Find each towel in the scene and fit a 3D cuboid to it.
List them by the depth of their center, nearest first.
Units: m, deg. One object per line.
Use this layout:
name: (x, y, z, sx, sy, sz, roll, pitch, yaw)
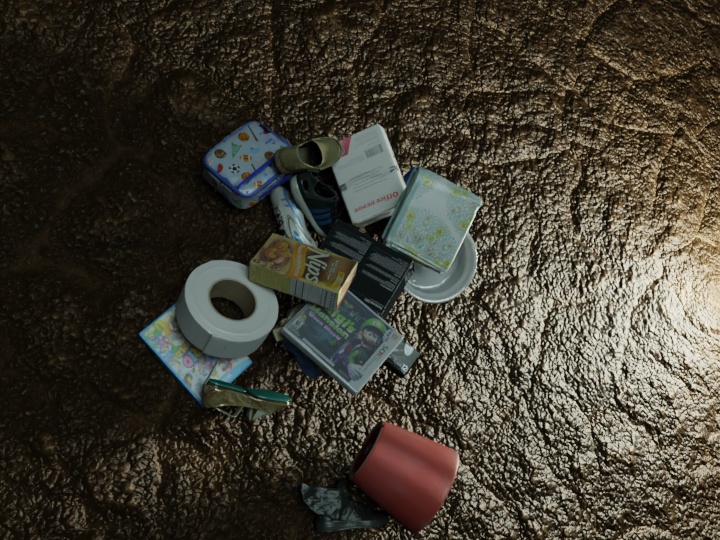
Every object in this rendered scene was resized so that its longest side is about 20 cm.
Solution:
towel: (0.159, -0.110, 1.711, 0.171, 0.048, 0.200, 26, 92, -15)

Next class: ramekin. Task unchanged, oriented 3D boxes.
ramekin: (0.166, -0.029, 1.795, 0.200, 0.098, 0.201, -1, 98, -11)

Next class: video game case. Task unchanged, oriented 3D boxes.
video game case: (-0.338, 0.162, 1.563, 0.200, 0.018, 0.143, 50, 59, -5)
video game case: (-0.035, 0.133, 1.568, 0.200, 0.023, 0.182, 40, 52, 6)

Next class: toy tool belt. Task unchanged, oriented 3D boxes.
toy tool belt: (-0.101, 0.175, 1.610, 0.200, 0.125, 0.123, 52, 39, -10)

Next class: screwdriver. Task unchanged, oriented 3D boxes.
screwdriver: (-0.274, 0.159, 1.560, 0.029, 0.028, 0.200, 16, 46, 0)

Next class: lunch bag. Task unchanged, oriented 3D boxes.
lunch bag: (-0.239, -0.236, 1.683, 0.160, 0.076, 0.200, 39, 59, 11)

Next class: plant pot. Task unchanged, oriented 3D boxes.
plant pot: (0.084, 0.423, 1.603, 0.177, 0.200, 0.201, 33, 62, -2)

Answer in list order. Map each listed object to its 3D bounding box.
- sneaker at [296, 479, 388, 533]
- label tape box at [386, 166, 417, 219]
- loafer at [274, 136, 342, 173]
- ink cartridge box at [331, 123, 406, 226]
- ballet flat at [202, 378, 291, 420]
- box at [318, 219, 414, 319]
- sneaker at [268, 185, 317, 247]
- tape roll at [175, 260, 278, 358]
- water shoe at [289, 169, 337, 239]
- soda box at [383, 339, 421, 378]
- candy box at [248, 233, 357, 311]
sneaker: (-0.034, 0.488, 1.588, 0.199, 0.060, 0.105, 0, 79, -23)
label tape box: (0.175, -0.143, 1.892, 0.200, 0.063, 0.144, 34, 63, -13)
loafer: (-0.102, -0.254, 1.683, 0.200, 0.067, 0.076, -26, 106, -46)
ink cartridge box: (0.021, -0.220, 1.789, 0.145, 0.085, 0.201, -22, 81, 12)
ballet flat: (-0.237, 0.271, 1.555, 0.200, 0.070, 0.065, 18, 90, -29)
box: (0.000, 0.000, 1.687, 0.200, 0.079, 0.141, 30, 76, 13)
sneaker: (-0.161, -0.103, 1.705, 0.072, 0.072, 0.200, -22, 84, -37)
tape roll: (-0.273, 0.079, 1.556, 0.202, 0.071, 0.203, 18, 47, -20)
water shoe: (-0.082, -0.142, 1.709, 0.200, 0.079, 0.072, 51, 27, -42)
soda box: (0.033, 0.148, 1.654, 0.200, 0.071, 0.063, 38, 77, 4)
candy box: (-0.119, 0.001, 1.587, 0.199, 0.055, 0.116, 18, 41, 10)
